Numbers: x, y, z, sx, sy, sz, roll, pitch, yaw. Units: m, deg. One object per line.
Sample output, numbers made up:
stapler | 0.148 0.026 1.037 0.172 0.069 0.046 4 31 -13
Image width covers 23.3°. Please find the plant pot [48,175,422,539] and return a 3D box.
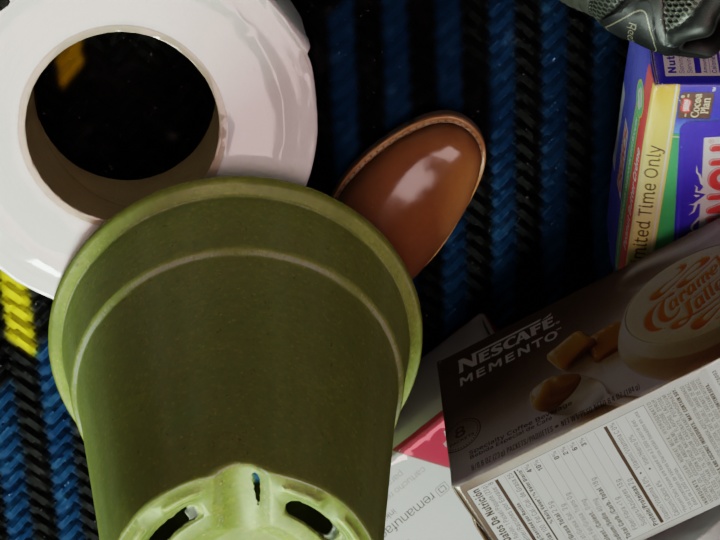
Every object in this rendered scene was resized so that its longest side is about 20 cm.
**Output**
plant pot | -0.057 0.087 0.841 0.197 0.191 0.202 -2 121 -4

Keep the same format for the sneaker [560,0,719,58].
sneaker | 0.193 -0.183 0.831 0.114 0.076 0.200 36 84 17

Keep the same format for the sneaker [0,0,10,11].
sneaker | -0.185 -0.205 0.818 0.115 0.076 0.201 28 69 17

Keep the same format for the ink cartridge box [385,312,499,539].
ink cartridge box | 0.079 0.150 1.013 0.147 0.086 0.200 -39 110 8

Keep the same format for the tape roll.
tape roll | -0.121 -0.084 0.901 0.200 0.071 0.205 -2 112 -6

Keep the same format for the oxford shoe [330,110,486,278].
oxford shoe | 0.000 0.000 0.951 0.071 0.071 0.200 38 101 -18

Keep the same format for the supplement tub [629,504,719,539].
supplement tub | 0.182 0.195 0.923 0.143 0.145 0.201 -26 112 4

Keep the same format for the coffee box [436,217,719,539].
coffee box | 0.144 0.059 0.865 0.199 0.115 0.080 -27 116 14

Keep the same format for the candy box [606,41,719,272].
candy box | 0.236 -0.059 0.911 0.197 0.078 0.170 0 138 2
